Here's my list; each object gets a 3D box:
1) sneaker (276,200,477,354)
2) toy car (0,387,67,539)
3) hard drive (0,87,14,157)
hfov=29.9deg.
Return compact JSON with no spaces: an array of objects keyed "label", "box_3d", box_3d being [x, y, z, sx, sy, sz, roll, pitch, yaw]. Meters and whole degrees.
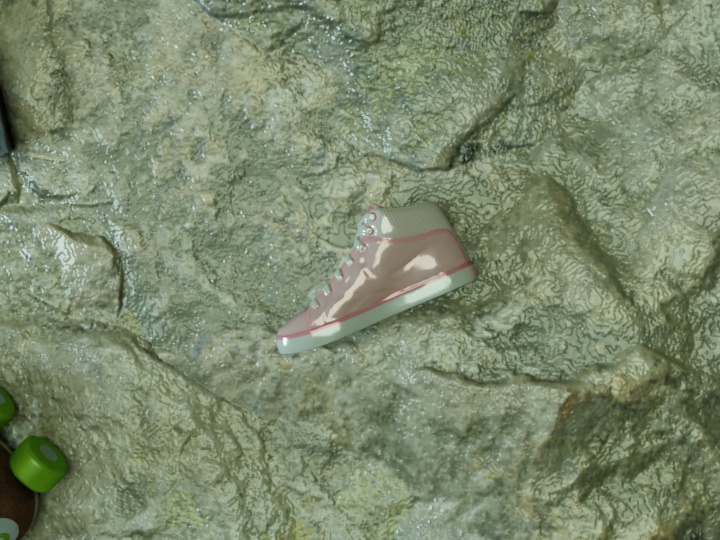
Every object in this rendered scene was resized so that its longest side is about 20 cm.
[{"label":"sneaker","box_3d":[0.000,0.000,1.259,0.199,0.075,0.105,-24,92,5]},{"label":"toy car","box_3d":[-0.409,0.215,1.293,0.158,0.200,0.164,45,101,7]},{"label":"hard drive","box_3d":[-0.449,-0.151,1.365,0.199,0.042,0.136,-14,90,13]}]
